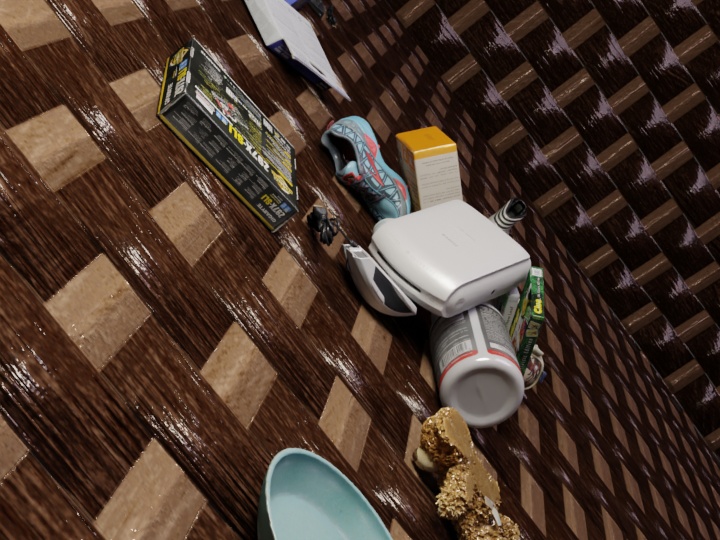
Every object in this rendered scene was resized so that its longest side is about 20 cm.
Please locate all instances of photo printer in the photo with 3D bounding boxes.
[{"bbox_3d":[0.120,-0.018,1.510,0.198,0.070,0.166,-18,49,-41],"label":"photo printer"}]

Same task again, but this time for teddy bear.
[{"bbox_3d":[0.117,0.258,1.224,0.202,0.066,0.145,57,24,-15],"label":"teddy bear"}]

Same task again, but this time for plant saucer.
[{"bbox_3d":[-0.022,0.240,0.862,0.200,0.036,0.201,48,18,-21],"label":"plant saucer"}]

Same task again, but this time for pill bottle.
[{"bbox_3d":[0.155,0.113,1.499,0.116,0.115,0.201,46,18,-25],"label":"pill bottle"}]

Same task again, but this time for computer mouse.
[{"bbox_3d":[0.000,0.000,1.400,0.200,0.044,0.110,47,-2,-24],"label":"computer mouse"}]

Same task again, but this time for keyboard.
[{"bbox_3d":[-0.094,-0.602,2.375,0.127,0.020,0.201,46,19,-29],"label":"keyboard"}]

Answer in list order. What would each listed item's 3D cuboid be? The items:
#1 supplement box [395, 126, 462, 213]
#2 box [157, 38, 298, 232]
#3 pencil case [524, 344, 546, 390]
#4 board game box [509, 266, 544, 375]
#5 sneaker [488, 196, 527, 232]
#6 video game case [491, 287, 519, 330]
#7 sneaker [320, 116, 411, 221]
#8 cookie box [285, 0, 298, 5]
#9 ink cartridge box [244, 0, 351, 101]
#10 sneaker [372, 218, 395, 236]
[{"bbox_3d":[0.113,-0.111,1.703,0.126,0.072,0.203,-121,-160,-68],"label":"supplement box"},{"bbox_3d":[-0.153,-0.163,1.290,0.200,0.049,0.161,46,21,-29],"label":"box"},{"bbox_3d":[0.261,0.121,1.837,0.078,0.089,0.201,47,17,-22],"label":"pencil case"},{"bbox_3d":[0.226,0.104,1.539,0.023,0.202,0.106,12,39,1],"label":"board game box"},{"bbox_3d":[0.337,-0.108,2.453,0.076,0.115,0.200,55,16,6],"label":"sneaker"},{"bbox_3d":[0.192,0.053,1.669,0.022,0.184,0.201,4,34,-11],"label":"video game case"},{"bbox_3d":[0.001,-0.142,1.679,0.095,0.079,0.202,-19,74,-50],"label":"sneaker"},{"bbox_3d":[-0.161,-0.572,2.026,0.172,0.075,0.200,53,16,-8],"label":"cookie box"},{"bbox_3d":[-0.114,-0.387,1.856,0.199,0.040,0.202,28,31,-58],"label":"ink cartridge box"},{"bbox_3d":[0.090,0.008,1.622,0.199,0.074,0.083,34,32,-31],"label":"sneaker"}]
